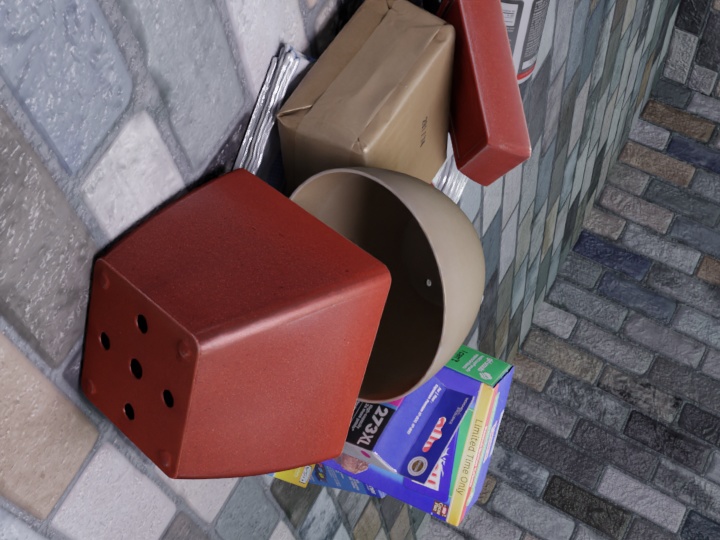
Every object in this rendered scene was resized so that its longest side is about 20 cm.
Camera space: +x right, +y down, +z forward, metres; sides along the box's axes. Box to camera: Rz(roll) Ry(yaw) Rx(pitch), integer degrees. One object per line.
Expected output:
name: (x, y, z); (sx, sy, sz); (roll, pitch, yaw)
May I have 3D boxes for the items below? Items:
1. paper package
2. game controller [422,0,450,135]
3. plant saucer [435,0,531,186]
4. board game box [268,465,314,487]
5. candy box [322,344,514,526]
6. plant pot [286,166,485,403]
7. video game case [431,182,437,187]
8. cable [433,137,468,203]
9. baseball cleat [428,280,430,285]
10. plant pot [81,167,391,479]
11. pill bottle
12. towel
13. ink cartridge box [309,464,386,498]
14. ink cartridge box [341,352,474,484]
paper package: (0.009, -0.135, 0.994); (0.192, 0.102, 0.201); (-55, 161, -27)
game controller: (0.102, -0.263, 1.166); (0.105, 0.041, 0.202); (-63, 146, -45)
plant saucer: (0.112, -0.194, 0.996); (0.200, 0.036, 0.204); (144, -65, -84)
board game box: (-0.075, 0.150, 1.078); (0.155, 0.040, 0.200); (-67, 161, -11)
candy box: (0.044, 0.147, 1.037); (0.077, 0.197, 0.172); (-33, 139, -59)
plant pot: (0.036, 0.000, 0.881); (0.133, 0.199, 0.203); (-18, 133, -45)
video game case: (0.039, -0.084, 1.182); (0.017, 0.144, 0.200); (-36, 180, 34)
cable: (0.093, -0.132, 1.367); (0.201, 0.068, 0.202); (-54, 159, -32)
baseball cleat: (0.086, 0.018, 1.250); (0.107, 0.068, 0.203); (65, 26, -54)
plant pot: (-0.120, 0.057, 0.829); (0.175, 0.199, 0.203); (-18, 133, -47)
pill bottle: (0.189, -0.352, 1.282); (0.116, 0.114, 0.202); (-50, 157, -39)
towel: (-0.060, -0.140, 0.996); (0.149, 0.024, 0.200); (-68, 162, 9)
ink cartridge box: (-0.001, 0.226, 1.340); (0.137, 0.197, 0.077); (-50, 131, -40)
ink cartridge box: (0.002, 0.124, 0.921); (0.095, 0.198, 0.037); (-55, 136, -23)
